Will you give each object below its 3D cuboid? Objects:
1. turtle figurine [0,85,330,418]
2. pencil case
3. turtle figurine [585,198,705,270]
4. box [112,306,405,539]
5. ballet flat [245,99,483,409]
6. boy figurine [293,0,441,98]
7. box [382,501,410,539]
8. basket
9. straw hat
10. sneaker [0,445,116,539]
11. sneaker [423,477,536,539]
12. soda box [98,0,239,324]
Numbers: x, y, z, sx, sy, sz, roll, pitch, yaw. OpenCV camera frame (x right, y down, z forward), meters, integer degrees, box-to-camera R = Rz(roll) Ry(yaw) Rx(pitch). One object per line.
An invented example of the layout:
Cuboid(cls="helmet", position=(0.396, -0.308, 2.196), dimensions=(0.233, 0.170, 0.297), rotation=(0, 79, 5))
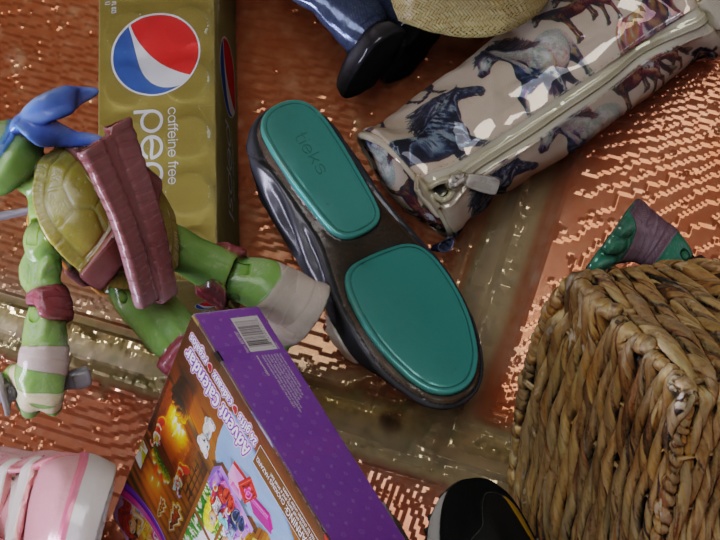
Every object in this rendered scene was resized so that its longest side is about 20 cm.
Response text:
Cuboid(cls="turtle figurine", position=(-0.129, 0.014, 1.130), dimensions=(0.194, 0.144, 0.200), rotation=(31, 107, -13))
Cuboid(cls="pencil case", position=(0.099, -0.095, 1.209), dimensions=(0.200, 0.078, 0.089), rotation=(-35, 34, -4))
Cuboid(cls="turtle figurine", position=(0.197, 0.054, 1.135), dimensions=(0.200, 0.101, 0.150), rotation=(34, 120, 9))
Cuboid(cls="box", position=(-0.039, 0.134, 1.013), dimensions=(0.039, 0.137, 0.200), rotation=(-6, 46, -34))
Cuboid(cls="ballet flat", position=(0.000, 0.000, 1.201), dimensions=(0.073, 0.073, 0.200), rotation=(-32, 68, -3))
Cuboid(cls="boy figurine", position=(-0.042, -0.190, 1.252), dimensions=(0.124, 0.064, 0.200), rotation=(-28, 72, -43))
Cuboid(cls="box", position=(-0.063, 0.190, 1.128), dimensions=(0.199, 0.095, 0.078), rotation=(-20, 70, 3))
Cuboid(cls="basket", position=(0.163, 0.094, 1.078), dimensions=(0.149, 0.201, 0.143), rotation=(-7, 30, -24))
Cuboid(cls="straw hat", position=(0.058, -0.168, 1.193), dimensions=(0.200, 0.201, 0.085), rotation=(-4, 108, 8))
Cuboid(cls="sneaker", position=(-0.184, 0.119, 1.105), dimensions=(0.104, 0.200, 0.076), rotation=(16, 80, -14))
Cuboid(cls="sneaker", position=(0.094, 0.169, 1.013), dimensions=(0.090, 0.070, 0.201), rotation=(-39, 49, 30))
Cuboid(cls="soda box", position=(-0.105, -0.075, 1.245), dimensions=(0.067, 0.064, 0.201), rotation=(-5, 70, 7))
